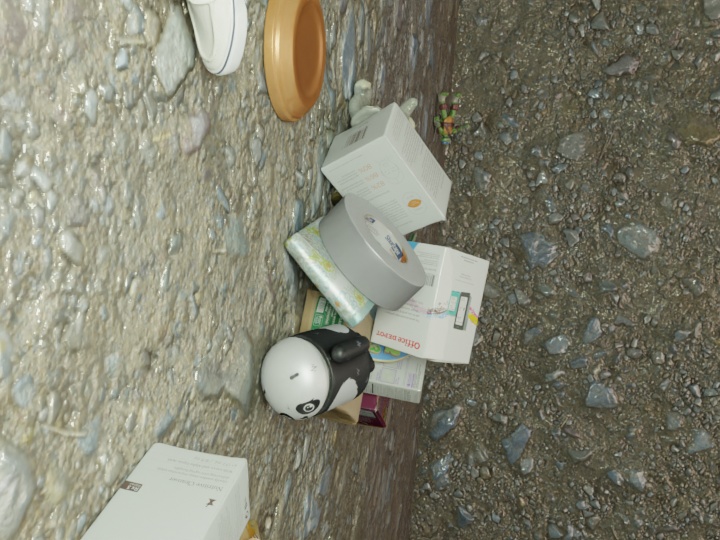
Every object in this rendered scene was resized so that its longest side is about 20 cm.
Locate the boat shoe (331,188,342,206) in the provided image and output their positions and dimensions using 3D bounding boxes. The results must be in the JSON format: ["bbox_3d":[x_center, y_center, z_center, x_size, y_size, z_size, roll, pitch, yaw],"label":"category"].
[{"bbox_3d":[-0.006,-0.128,1.346,0.201,0.070,0.067,56,47,-65],"label":"boat shoe"}]

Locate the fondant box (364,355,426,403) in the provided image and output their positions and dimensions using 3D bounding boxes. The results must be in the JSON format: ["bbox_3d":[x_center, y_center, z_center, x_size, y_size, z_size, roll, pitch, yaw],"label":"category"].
[{"bbox_3d":[0.043,0.186,1.417,0.059,0.195,0.147,90,13,-54],"label":"fondant box"}]

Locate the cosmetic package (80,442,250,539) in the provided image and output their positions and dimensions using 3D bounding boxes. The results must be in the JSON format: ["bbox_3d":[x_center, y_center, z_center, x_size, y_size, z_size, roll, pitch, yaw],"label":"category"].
[{"bbox_3d":[-0.188,0.262,0.617,0.201,0.110,0.083,-63,157,-63],"label":"cosmetic package"}]

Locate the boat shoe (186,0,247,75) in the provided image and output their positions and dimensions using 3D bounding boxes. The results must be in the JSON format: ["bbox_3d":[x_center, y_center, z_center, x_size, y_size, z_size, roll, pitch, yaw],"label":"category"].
[{"bbox_3d":[-0.156,-0.288,0.634,0.069,0.070,0.204,-27,131,-42],"label":"boat shoe"}]

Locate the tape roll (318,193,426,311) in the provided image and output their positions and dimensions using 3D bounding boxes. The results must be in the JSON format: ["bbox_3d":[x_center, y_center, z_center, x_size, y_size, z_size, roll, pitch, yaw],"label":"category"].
[{"bbox_3d":[0.022,-0.032,1.121,0.066,0.201,0.200,-42,180,19],"label":"tape roll"}]

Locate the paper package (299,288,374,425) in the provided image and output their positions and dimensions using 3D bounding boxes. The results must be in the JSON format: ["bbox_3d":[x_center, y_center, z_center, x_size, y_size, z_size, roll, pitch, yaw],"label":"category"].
[{"bbox_3d":[-0.049,0.160,1.218,0.191,0.101,0.205,64,35,-68],"label":"paper package"}]

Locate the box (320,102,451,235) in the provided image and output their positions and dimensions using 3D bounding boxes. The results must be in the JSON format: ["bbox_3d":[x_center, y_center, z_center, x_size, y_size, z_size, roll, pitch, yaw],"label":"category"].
[{"bbox_3d":[0.052,-0.172,1.227,0.201,0.150,0.108,49,39,-29],"label":"box"}]

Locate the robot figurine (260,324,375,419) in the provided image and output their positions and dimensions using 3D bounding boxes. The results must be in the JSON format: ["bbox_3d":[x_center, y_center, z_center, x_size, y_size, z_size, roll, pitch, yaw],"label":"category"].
[{"bbox_3d":[-0.062,0.154,1.022,0.198,0.123,0.154,-9,118,-54],"label":"robot figurine"}]

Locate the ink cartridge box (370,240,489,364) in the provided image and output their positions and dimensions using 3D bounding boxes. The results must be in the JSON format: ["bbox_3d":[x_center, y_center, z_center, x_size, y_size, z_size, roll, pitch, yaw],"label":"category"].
[{"bbox_3d":[0.132,0.060,1.274,0.144,0.145,0.205,13,89,-44],"label":"ink cartridge box"}]

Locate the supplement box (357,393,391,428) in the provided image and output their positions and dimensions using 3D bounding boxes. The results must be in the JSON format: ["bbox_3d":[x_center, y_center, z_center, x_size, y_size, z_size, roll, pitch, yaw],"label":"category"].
[{"bbox_3d":[0.012,0.277,1.545,0.201,0.101,0.134,71,28,-64],"label":"supplement box"}]

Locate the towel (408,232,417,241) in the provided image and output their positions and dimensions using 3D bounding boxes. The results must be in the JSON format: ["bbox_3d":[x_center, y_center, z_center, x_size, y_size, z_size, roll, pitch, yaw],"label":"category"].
[{"bbox_3d":[0.174,-0.015,2.323,0.153,0.023,0.205,-57,150,-63],"label":"towel"}]

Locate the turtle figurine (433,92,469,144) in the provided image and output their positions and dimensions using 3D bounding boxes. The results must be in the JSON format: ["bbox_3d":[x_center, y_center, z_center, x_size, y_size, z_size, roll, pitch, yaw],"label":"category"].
[{"bbox_3d":[0.361,-0.598,2.629,0.200,0.140,0.199,-38,129,-78],"label":"turtle figurine"}]

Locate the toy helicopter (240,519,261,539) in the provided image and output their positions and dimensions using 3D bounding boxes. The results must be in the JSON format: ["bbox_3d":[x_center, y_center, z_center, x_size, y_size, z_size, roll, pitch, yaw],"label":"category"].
[{"bbox_3d":[-0.155,0.366,0.885,0.133,0.077,0.205,-101,178,-74],"label":"toy helicopter"}]

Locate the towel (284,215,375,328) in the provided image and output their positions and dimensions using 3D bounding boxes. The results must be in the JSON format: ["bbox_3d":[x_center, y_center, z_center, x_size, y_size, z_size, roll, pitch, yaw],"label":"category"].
[{"bbox_3d":[-0.037,-0.004,1.108,0.048,0.172,0.200,-42,-178,19],"label":"towel"}]

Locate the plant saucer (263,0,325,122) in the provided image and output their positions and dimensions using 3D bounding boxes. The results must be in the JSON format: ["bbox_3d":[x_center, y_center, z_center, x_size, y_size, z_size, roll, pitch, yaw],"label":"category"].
[{"bbox_3d":[-0.088,-0.318,0.963,0.200,0.037,0.206,6,90,-78],"label":"plant saucer"}]

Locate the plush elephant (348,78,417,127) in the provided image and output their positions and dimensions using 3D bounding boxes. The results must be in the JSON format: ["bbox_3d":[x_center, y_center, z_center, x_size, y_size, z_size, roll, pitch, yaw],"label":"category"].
[{"bbox_3d":[0.053,-0.279,1.308,0.164,0.153,0.203,39,65,-26],"label":"plush elephant"}]

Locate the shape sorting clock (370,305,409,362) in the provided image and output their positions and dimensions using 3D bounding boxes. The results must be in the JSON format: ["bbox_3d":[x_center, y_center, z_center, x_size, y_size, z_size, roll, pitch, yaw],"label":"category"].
[{"bbox_3d":[0.044,0.099,1.401,0.039,0.196,0.203,118,-10,-54],"label":"shape sorting clock"}]
